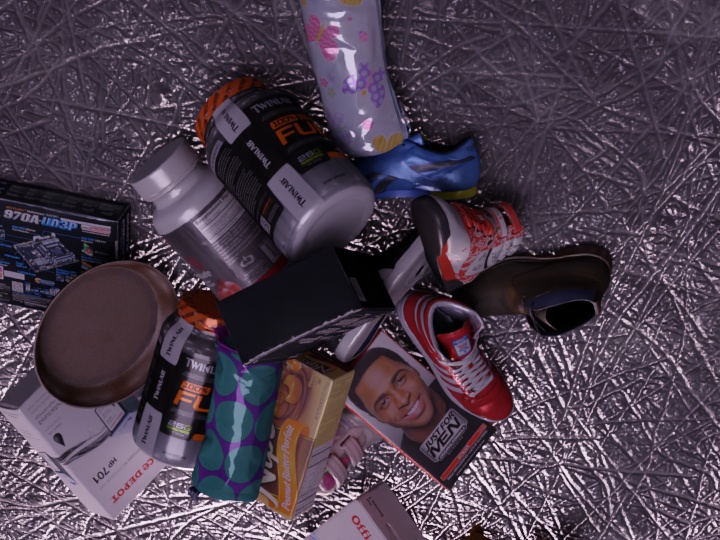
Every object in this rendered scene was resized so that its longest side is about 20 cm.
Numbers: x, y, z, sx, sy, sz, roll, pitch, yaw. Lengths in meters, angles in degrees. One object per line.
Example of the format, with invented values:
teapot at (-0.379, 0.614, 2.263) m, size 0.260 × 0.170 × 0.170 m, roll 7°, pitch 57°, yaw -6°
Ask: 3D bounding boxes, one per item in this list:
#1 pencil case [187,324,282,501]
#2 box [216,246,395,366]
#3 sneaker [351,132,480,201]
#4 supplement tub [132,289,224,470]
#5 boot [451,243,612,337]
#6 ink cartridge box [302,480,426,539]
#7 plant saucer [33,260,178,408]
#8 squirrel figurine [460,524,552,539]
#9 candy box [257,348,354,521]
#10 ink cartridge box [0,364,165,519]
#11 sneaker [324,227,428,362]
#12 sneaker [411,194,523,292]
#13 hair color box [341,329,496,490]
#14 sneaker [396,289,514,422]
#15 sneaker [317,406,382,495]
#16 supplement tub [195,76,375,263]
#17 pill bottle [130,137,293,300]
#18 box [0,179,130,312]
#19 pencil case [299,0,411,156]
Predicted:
pencil case at (-0.146, 0.172, 1.574) m, size 0.092 × 0.085 × 0.201 m, roll 25°, pitch 112°, yaw 32°
box at (-0.055, 0.039, 1.459) m, size 0.141 × 0.200 × 0.079 m, roll -28°, pitch 83°, yaw 9°
sneaker at (0.036, -0.121, 1.518) m, size 0.199 × 0.066 × 0.079 m, roll 0°, pitch 112°, yaw 11°
supplement tub at (-0.202, 0.134, 1.664) m, size 0.122 × 0.123 × 0.201 m, roll 18°, pitch 107°, yaw 0°
boot at (0.193, 0.032, 1.557) m, size 0.199 × 0.097 × 0.075 m, roll -18°, pitch 119°, yaw 22°
ink cartridge box at (-0.007, 0.401, 1.810) m, size 0.200 × 0.084 × 0.145 m, roll -42°, pitch 79°, yaw 30°
plant saucer at (-0.315, 0.075, 1.651) m, size 0.032 × 0.200 × 0.201 m, roll 33°, pitch 137°, yaw 44°
squirrel figurine at (0.212, 0.419, 1.798) m, size 0.199 × 0.142 × 0.187 m, roll -31°, pitch 102°, yaw 12°
candy box at (-0.091, 0.186, 1.625) m, size 0.115 × 0.055 × 0.201 m, roll 28°, pitch 115°, yaw 25°
ink cartridge box at (-0.344, 0.198, 1.737) m, size 0.086 × 0.146 × 0.200 m, roll -2°, pitch 129°, yaw 56°
sneaker at (0.000, 0.000, 1.594) m, size 0.112 × 0.073 × 0.200 m, roll 41°, pitch 104°, yaw 17°
sneaker at (0.121, -0.052, 1.483) m, size 0.108 × 0.067 × 0.202 m, roll -30°, pitch 156°, yaw -4°
hair color box at (0.061, 0.171, 1.669) m, size 0.200 × 0.061 × 0.102 m, roll 40°, pitch 84°, yaw -14°
sneaker at (0.127, 0.107, 1.595) m, size 0.071 × 0.112 × 0.200 m, roll -43°, pitch 102°, yaw -12°
sneaker at (-0.036, 0.238, 1.715) m, size 0.199 × 0.088 × 0.081 m, roll -32°, pitch 132°, yaw 6°
supplement tub at (-0.087, -0.112, 1.467) m, size 0.200 × 0.122 × 0.123 m, roll 48°, pitch 126°, yaw 23°
pill bottle at (-0.172, -0.055, 1.571) m, size 0.110 × 0.111 × 0.200 m, roll -30°, pitch 111°, yaw 27°
box at (-0.389, -0.024, 1.674) m, size 0.199 × 0.046 × 0.160 m, roll 11°, pitch 123°, yaw 5°
pencil case at (-0.006, -0.222, 1.445) m, size 0.090 × 0.083 × 0.201 m, roll 6°, pitch 124°, yaw 33°
